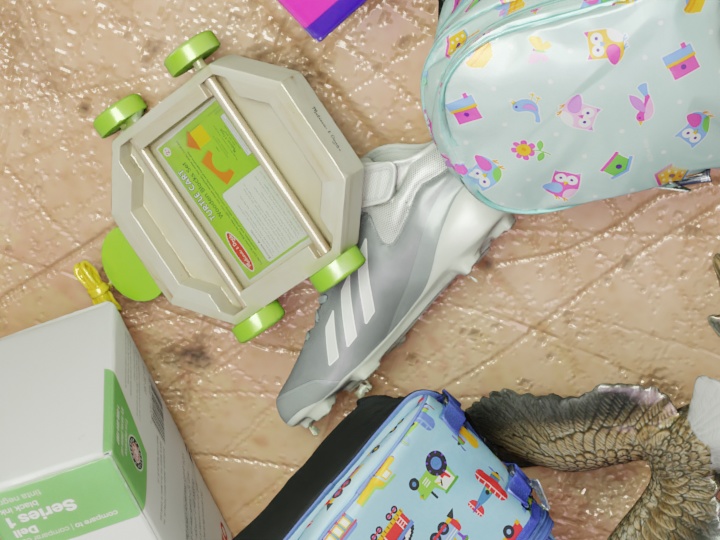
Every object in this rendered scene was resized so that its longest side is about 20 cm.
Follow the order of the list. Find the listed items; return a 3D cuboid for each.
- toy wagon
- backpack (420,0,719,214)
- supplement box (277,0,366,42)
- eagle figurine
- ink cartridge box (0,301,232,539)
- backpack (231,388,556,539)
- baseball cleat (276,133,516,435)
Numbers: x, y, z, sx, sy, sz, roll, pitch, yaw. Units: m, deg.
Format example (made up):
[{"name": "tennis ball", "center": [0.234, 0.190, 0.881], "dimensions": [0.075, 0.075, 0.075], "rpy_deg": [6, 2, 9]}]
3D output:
[{"name": "toy wagon", "center": [-0.089, -0.036, 1.020], "dimensions": [0.200, 0.040, 0.155], "rpy_deg": [-33, 91, 37]}, {"name": "backpack", "center": [0.129, -0.113, 0.932], "dimensions": [0.199, 0.127, 0.167], "rpy_deg": [-13, 116, 15]}, {"name": "supplement box", "center": [-0.048, -0.233, 0.909], "dimensions": [0.101, 0.103, 0.200], "rpy_deg": [-38, 107, 21]}, {"name": "eagle figurine", "center": [0.167, 0.115, 1.035], "dimensions": [0.200, 0.152, 0.151], "rpy_deg": [-32, 128, 14]}, {"name": "ink cartridge box", "center": [-0.142, 0.145, 1.046], "dimensions": [0.084, 0.146, 0.200], "rpy_deg": [-18, 123, 5]}, {"name": "backpack", "center": [0.038, 0.187, 0.995], "dimensions": [0.183, 0.134, 0.200], "rpy_deg": [-45, 101, -24]}, {"name": "baseball cleat", "center": [0.000, 0.000, 1.041], "dimensions": [0.106, 0.070, 0.200], "rpy_deg": [45, 110, 3]}]
